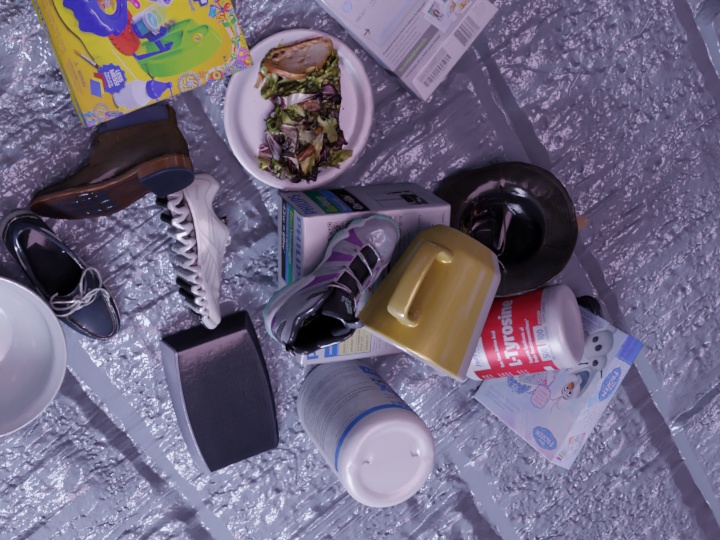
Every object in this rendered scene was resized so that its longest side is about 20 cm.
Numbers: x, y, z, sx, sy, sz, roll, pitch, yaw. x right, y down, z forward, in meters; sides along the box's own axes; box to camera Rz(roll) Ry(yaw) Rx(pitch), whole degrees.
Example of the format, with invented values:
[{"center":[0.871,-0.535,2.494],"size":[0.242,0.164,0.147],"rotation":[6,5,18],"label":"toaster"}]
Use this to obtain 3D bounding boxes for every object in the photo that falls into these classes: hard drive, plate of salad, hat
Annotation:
[{"center":[-0.180,0.166,1.295],"size":[0.134,0.042,0.202],"rotation":[-18,113,-16],"label":"hard drive"},{"center":[-0.071,-0.196,1.219],"size":[0.198,0.048,0.202],"rotation":[-7,109,-21],"label":"plate of salad"},{"center":[0.193,-0.049,1.342],"size":[0.198,0.081,0.203],"rotation":[-1,78,5],"label":"hat"}]

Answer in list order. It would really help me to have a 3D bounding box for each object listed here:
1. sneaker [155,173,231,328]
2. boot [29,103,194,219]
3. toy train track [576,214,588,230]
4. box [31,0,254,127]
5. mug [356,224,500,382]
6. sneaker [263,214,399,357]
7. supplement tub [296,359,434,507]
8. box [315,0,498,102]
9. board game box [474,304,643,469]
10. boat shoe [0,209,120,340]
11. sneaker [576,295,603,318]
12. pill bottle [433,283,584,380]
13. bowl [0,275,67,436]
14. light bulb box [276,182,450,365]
[{"center":[-0.193,-0.023,1.216],"size":[0.080,0.075,0.202],"rotation":[-19,114,-25],"label":"sneaker"},{"center":[-0.294,-0.126,1.150],"size":[0.198,0.075,0.098],"rotation":[-14,69,4],"label":"boot"},{"center":[0.241,-0.014,1.406],"size":[0.200,0.033,0.115],"rotation":[-44,161,7],"label":"toy train track"},{"center":[-0.247,-0.283,1.062],"size":[0.191,0.122,0.202],"rotation":[-24,104,-14],"label":"box"},{"center":[0.096,0.032,1.156],"size":[0.149,0.186,0.154],"rotation":[30,86,-11],"label":"mug"},{"center":[-0.015,0.026,1.121],"size":[0.200,0.140,0.078],"rotation":[-45,116,-1],"label":"sneaker"},{"center":[0.003,0.209,1.296],"size":[0.131,0.200,0.133],"rotation":[-7,110,-20],"label":"supplement tub"},{"center":[0.057,-0.337,1.229],"size":[0.200,0.041,0.156],"rotation":[39,90,-29],"label":"box"},{"center":[0.273,0.143,1.385],"size":[0.043,0.200,0.200],"rotation":[27,96,-32],"label":"board game box"},{"center":[-0.347,0.014,1.162],"size":[0.075,0.062,0.201],"rotation":[-36,122,-15],"label":"boat shoe"},{"center":[0.354,0.120,1.496],"size":[0.087,0.074,0.202],"rotation":[-21,123,-33],"label":"sneaker"},{"center":[0.195,0.089,1.339],"size":[0.198,0.113,0.113],"rotation":[-12,119,27],"label":"pill bottle"},{"center":[-0.445,0.087,1.134],"size":[0.199,0.090,0.203],"rotation":[-7,110,-19],"label":"bowl"},{"center":[0.000,0.000,1.268],"size":[0.198,0.125,0.200],"rotation":[-5,109,-19],"label":"light bulb box"}]
